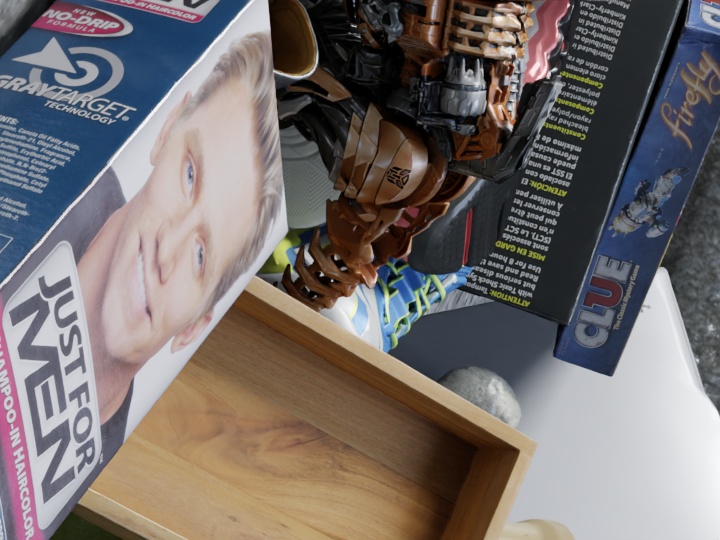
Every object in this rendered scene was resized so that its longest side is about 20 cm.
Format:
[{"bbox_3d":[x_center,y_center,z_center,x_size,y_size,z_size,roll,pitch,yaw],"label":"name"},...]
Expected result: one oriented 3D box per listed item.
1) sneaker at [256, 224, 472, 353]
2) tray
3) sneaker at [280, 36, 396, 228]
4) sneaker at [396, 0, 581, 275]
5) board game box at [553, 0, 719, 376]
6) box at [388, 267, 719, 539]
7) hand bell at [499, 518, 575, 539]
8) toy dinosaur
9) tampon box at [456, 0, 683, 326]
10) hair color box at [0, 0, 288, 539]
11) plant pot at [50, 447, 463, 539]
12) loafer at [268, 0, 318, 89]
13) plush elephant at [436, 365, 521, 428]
[{"bbox_3d":[0.000,0.000,1.100,0.105,0.076,0.200,-32,-171,-7],"label":"sneaker"},{"bbox_3d":[-0.039,0.061,0.907,0.037,0.200,0.099,-1,-119,59],"label":"tray"},{"bbox_3d":[0.008,-0.121,1.069,0.112,0.073,0.200,-49,157,-63],"label":"sneaker"},{"bbox_3d":[0.036,-0.077,1.112,0.074,0.087,0.200,97,13,-49],"label":"sneaker"},{"bbox_3d":[0.151,-0.064,1.313,0.136,0.035,0.200,-72,-179,-59],"label":"board game box"},{"bbox_3d":[0.092,0.126,1.408,0.131,0.199,0.199,101,-24,-65],"label":"box"},{"bbox_3d":[-0.012,0.095,1.106,0.104,0.200,0.104,-43,-159,21],"label":"hand bell"},{"bbox_3d":[0.003,-0.063,0.936,0.200,0.136,0.102,-52,152,7],"label":"toy dinosaur"},{"bbox_3d":[0.077,-0.099,1.261,0.150,0.126,0.200,-67,175,-76],"label":"tampon box"},{"bbox_3d":[-0.093,0.000,0.762,0.200,0.060,0.100,-55,151,-44],"label":"hair color box"},{"bbox_3d":[-0.073,0.160,1.000,0.200,0.187,0.187,-46,159,-29],"label":"plant pot"},{"bbox_3d":[-0.051,-0.076,0.865,0.200,0.072,0.073,100,14,-48],"label":"loafer"},{"bbox_3d":[0.006,0.115,1.241,0.165,0.155,0.200,43,81,-33],"label":"plush elephant"}]
